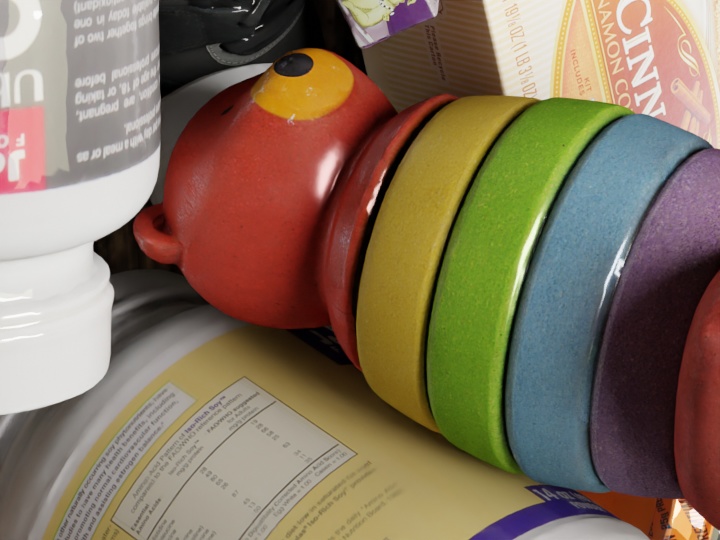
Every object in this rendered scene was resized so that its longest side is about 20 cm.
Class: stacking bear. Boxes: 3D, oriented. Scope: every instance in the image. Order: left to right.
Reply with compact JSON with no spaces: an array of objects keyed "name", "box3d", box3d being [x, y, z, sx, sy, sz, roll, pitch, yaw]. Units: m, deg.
[{"name":"stacking bear","box3d":[0.036,-0.004,0.822,0.121,0.200,0.114,-50,149,-41]}]

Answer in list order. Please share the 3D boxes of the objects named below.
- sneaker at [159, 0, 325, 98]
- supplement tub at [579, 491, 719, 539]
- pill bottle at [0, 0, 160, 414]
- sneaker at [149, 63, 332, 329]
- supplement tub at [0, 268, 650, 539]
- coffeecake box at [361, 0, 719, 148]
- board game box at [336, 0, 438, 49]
[{"name":"sneaker","box3d":[-0.044,-0.106,0.887,0.076,0.087,0.200,-54,138,-25]},{"name":"supplement tub","box3d":[0.186,0.110,1.168,0.200,0.122,0.123,14,91,-21]},{"name":"pill bottle","box3d":[-0.109,-0.068,0.801,0.111,0.111,0.200,-19,116,-47]},{"name":"sneaker","box3d":[0.000,0.000,0.955,0.073,0.085,0.200,-33,148,14]},{"name":"supplement tub","box3d":[-0.018,0.098,0.878,0.145,0.200,0.146,-31,137,-33]},{"name":"coffeecake box","box3d":[0.104,-0.070,0.943,0.200,0.073,0.154,-29,118,-29]},{"name":"board game box","box3d":[-0.007,-0.158,0.854,0.120,0.032,0.200,58,18,-23]}]
